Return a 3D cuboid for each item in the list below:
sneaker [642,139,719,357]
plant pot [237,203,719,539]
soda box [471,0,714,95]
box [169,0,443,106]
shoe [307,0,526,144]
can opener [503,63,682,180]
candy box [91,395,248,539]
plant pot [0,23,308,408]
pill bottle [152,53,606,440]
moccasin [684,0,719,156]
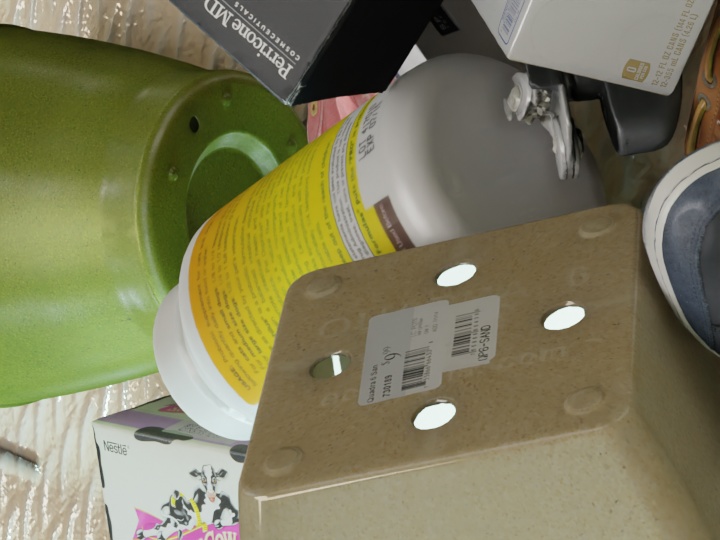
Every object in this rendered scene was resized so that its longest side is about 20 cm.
[{"bbox_3d":[0.182,0.049,0.827,0.202,0.077,0.146,46,-175,-30],"label":"sneaker"},{"bbox_3d":[0.057,0.094,0.895,0.200,0.200,0.177,-12,121,15],"label":"plant pot"},{"bbox_3d":[0.105,-0.163,0.846,0.064,0.068,0.200,-114,41,-56],"label":"soda box"},{"bbox_3d":[-0.044,-0.178,0.930,0.200,0.079,0.141,43,114,18],"label":"box"},{"bbox_3d":[-0.004,-0.109,1.096,0.200,0.071,0.091,58,134,14],"label":"shoe"},{"bbox_3d":[0.077,-0.127,0.978,0.053,0.066,0.200,82,178,-67],"label":"can opener"},{"bbox_3d":[-0.046,0.169,1.243,0.168,0.071,0.200,6,107,50],"label":"candy box"},{"bbox_3d":[-0.128,-0.026,1.203,0.193,0.200,0.201,1,103,38],"label":"plant pot"},{"bbox_3d":[0.000,0.000,1.028,0.200,0.109,0.109,-33,76,45],"label":"pill bottle"},{"bbox_3d":[0.153,-0.118,0.910,0.078,0.074,0.202,27,132,33],"label":"moccasin"}]
